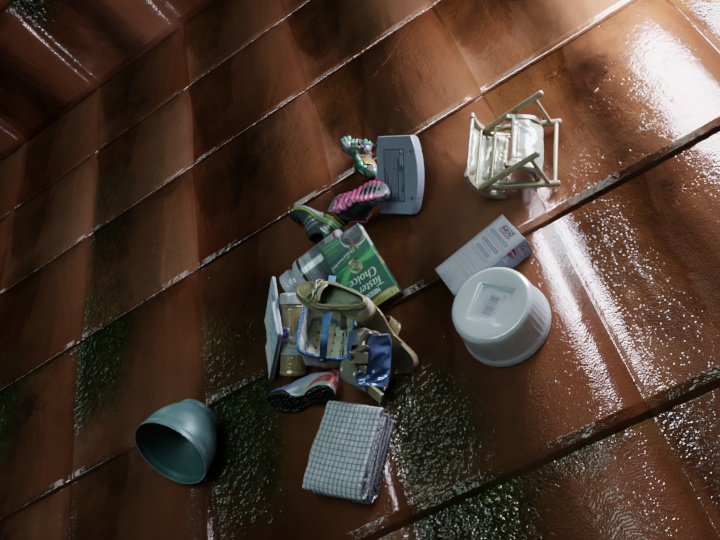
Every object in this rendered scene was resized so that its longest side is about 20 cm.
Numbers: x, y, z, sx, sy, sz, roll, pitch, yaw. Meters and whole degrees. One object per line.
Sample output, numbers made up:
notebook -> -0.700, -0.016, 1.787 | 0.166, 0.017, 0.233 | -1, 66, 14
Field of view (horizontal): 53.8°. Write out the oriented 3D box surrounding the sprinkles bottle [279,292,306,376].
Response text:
sprinkles bottle -> -0.165, 0.156, 1.741 | 0.068, 0.068, 0.202 | -3, 85, 34

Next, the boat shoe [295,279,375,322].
boat shoe -> -0.062, 0.056, 1.537 | 0.200, 0.063, 0.073 | 19, 67, 32

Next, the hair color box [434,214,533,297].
hair color box -> 0.278, -0.022, 1.605 | 0.200, 0.061, 0.099 | -40, 45, 7

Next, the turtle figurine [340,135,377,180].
turtle figurine -> 0.019, -0.308, 1.954 | 0.101, 0.149, 0.200 | -56, 35, 15

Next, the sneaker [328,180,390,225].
sneaker -> 0.010, -0.171, 1.878 | 0.199, 0.096, 0.079 | -14, 35, 42

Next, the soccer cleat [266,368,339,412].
soccer cleat -> -0.136, 0.286, 1.697 | 0.199, 0.068, 0.073 | -19, 27, 30

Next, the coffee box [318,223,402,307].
coffee box -> 0.000, 0.000, 1.728 | 0.122, 0.044, 0.201 | -31, 82, 9

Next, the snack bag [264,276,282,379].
snack bag -> -0.224, 0.140, 1.792 | 0.021, 0.189, 0.201 | 0, 47, -15

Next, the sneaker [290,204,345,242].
sneaker -> -0.134, -0.124, 1.971 | 0.199, 0.074, 0.081 | 20, 76, 44

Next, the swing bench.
swing bench -> 0.361, -0.289, 1.689 | 0.199, 0.130, 0.200 | -13, 54, 36

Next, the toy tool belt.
toy tool belt -> 0.024, 0.177, 1.546 | 0.123, 0.124, 0.202 | -156, 64, -63

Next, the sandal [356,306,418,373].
sandal -> 0.070, 0.150, 1.641 | 0.212, 0.069, 0.078 | 49, 120, 26

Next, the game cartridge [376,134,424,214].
game cartridge -> 0.103, -0.247, 1.833 | 0.132, 0.041, 0.202 | 8, 104, 42

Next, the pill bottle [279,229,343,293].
pill bottle -> -0.103, -0.004, 1.831 | 0.199, 0.114, 0.114 | -37, 45, 9

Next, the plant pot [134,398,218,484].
plant pot -> -0.433, 0.404, 1.750 | 0.199, 0.201, 0.134 | -10, 28, 31

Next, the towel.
towel -> -0.023, 0.388, 1.522 | 0.165, 0.086, 0.201 | -2, 61, 37

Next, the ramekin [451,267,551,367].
ramekin -> 0.289, 0.091, 1.491 | 0.199, 0.098, 0.202 | -19, 50, 25

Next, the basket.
basket -> -0.077, 0.130, 1.656 | 0.138, 0.201, 0.178 | 6, 60, 4
